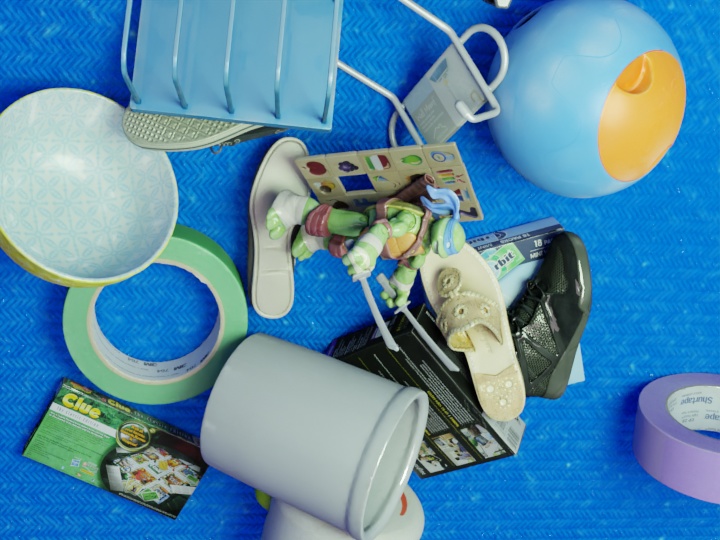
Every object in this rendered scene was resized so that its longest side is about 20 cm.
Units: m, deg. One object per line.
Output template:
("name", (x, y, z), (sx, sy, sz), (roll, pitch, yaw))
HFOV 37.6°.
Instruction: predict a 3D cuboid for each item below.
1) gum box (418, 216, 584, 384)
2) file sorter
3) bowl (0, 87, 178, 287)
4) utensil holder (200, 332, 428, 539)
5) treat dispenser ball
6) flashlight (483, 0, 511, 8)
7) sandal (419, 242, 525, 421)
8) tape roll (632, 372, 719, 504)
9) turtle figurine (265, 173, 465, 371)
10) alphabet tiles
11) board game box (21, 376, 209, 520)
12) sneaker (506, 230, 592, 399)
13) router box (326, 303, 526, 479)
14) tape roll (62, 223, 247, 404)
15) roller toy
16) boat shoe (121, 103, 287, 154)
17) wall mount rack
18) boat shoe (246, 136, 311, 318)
("gum box", (0.165, 0.056, 1.234), (0.168, 0.045, 0.202), (-15, 114, -4))
("file sorter", (-0.117, -0.222, 0.991), (0.198, 0.123, 0.140), (5, 82, -3))
("bowl", (-0.293, -0.068, 1.058), (0.199, 0.201, 0.107), (33, 146, -20))
("utensil holder", (-0.050, 0.176, 1.139), (0.198, 0.170, 0.172), (19, 111, 18))
("treat dispenser ball", (0.225, -0.175, 1.067), (0.199, 0.201, 0.203), (-3, 112, -8))
("flashlight", (0.111, -0.302, 0.996), (0.068, 0.200, 0.068), (-42, 112, 7))
("sandal", (0.122, 0.062, 1.111), (0.077, 0.070, 0.213), (-22, 94, 9))
("tape roll", (0.426, 0.195, 1.251), (0.198, 0.200, 0.066), (-2, 113, -9))
("turtle figurine", (0.000, 0.000, 1.052), (0.192, 0.144, 0.202), (15, 108, 30))
("alphabet tiles", (0.042, -0.067, 1.107), (0.165, 0.008, 0.200), (-3, 149, 18))
("board game box", (-0.278, 0.210, 1.230), (0.199, 0.024, 0.105), (29, 106, -20))
("sneaker", (0.187, 0.052, 1.170), (0.113, 0.076, 0.201), (2, 117, -18))
("router box", (0.071, 0.143, 1.204), (0.148, 0.051, 0.200), (-24, 115, 39))
("tape roll", (-0.224, 0.048, 1.161), (0.198, 0.048, 0.202), (-3, 112, -8))
("roller toy", (-0.024, 0.317, 1.227), (0.181, 0.200, 0.141), (5, 113, -27))
("boat shoe", (-0.142, -0.158, 1.076), (0.198, 0.062, 0.075), (-15, 76, -12))
("wall mount rack", (0.051, -0.192, 1.064), (0.074, 0.175, 0.200), (-20, 164, -40))
("boat shoe", (-0.094, -0.049, 1.148), (0.066, 0.057, 0.202), (3, 106, -14))
